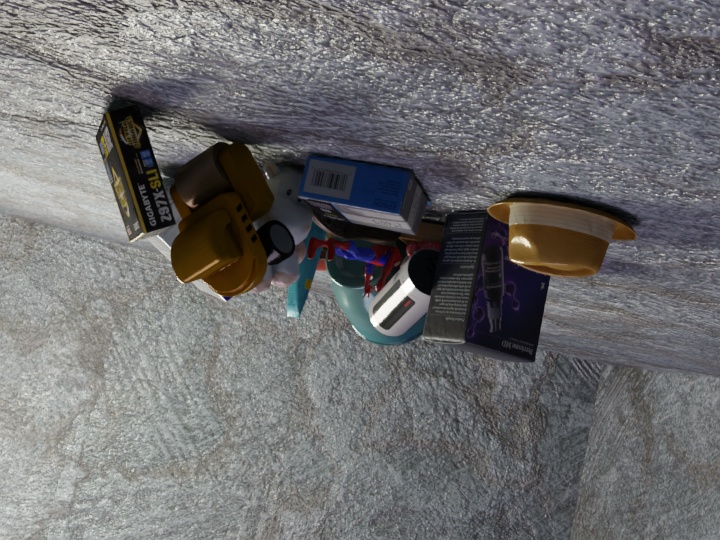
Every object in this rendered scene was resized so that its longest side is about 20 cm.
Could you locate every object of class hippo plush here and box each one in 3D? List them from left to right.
[{"bbox_3d":[-0.113,-0.075,1.462,0.159,0.201,0.161,29,140,-29],"label":"hippo plush"}]

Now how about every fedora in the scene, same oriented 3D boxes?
[{"bbox_3d":[0.262,-0.038,1.323,0.200,0.082,0.201,13,174,1],"label":"fedora"}]

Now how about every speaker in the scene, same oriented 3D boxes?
[{"bbox_3d":[0.081,0.038,1.604,0.081,0.082,0.200,14,155,-13],"label":"speaker"}]

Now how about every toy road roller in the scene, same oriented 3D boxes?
[{"bbox_3d":[-0.193,-0.063,1.323,0.123,0.201,0.146,-28,176,30],"label":"toy road roller"}]

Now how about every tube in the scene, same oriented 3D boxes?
[{"bbox_3d":[-0.090,-0.020,1.645,0.050,0.201,0.077,14,175,-13],"label":"tube"}]

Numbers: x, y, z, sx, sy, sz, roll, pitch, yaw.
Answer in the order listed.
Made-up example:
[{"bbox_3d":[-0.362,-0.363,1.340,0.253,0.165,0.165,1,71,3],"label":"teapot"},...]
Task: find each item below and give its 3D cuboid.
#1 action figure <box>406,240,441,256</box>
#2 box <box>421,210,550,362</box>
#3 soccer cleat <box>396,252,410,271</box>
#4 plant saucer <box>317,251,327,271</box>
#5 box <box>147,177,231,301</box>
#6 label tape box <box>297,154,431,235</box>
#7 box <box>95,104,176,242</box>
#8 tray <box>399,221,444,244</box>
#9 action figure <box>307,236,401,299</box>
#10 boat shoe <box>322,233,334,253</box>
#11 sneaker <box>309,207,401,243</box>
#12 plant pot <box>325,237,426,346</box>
[{"bbox_3d":[0.156,-0.013,1.627,0.199,0.052,0.065,18,177,-31],"label":"action figure"},{"bbox_3d":[0.195,0.026,1.494,0.148,0.201,0.104,16,171,-34],"label":"box"},{"bbox_3d":[0.141,0.034,1.715,0.086,0.070,0.200,33,-179,44],"label":"soccer cleat"},{"bbox_3d":[-0.150,-0.048,1.857,0.199,0.037,0.200,29,-164,30],"label":"plant saucer"},{"bbox_3d":[-0.286,-0.057,1.716,0.200,0.105,0.184,47,168,-19],"label":"box"},{"bbox_3d":[0.012,-0.097,1.386,0.144,0.064,0.200,11,174,14],"label":"label tape box"},{"bbox_3d":[-0.303,-0.123,1.328,0.049,0.160,0.200,-17,-176,-18],"label":"box"},{"bbox_3d":[0.170,-0.047,1.661,0.199,0.037,0.099,11,174,19],"label":"tray"},{"bbox_3d":[0.000,0.000,1.584,0.065,0.099,0.200,6,-177,40],"label":"action figure"},{"bbox_3d":[-0.082,-0.069,1.767,0.071,0.076,0.200,10,173,30],"label":"boat shoe"},{"bbox_3d":[-0.025,-0.081,1.578,0.200,0.071,0.075,19,172,-42],"label":"sneaker"},{"bbox_3d":[0.033,0.008,1.793,0.199,0.201,0.188,9,158,28],"label":"plant pot"}]
